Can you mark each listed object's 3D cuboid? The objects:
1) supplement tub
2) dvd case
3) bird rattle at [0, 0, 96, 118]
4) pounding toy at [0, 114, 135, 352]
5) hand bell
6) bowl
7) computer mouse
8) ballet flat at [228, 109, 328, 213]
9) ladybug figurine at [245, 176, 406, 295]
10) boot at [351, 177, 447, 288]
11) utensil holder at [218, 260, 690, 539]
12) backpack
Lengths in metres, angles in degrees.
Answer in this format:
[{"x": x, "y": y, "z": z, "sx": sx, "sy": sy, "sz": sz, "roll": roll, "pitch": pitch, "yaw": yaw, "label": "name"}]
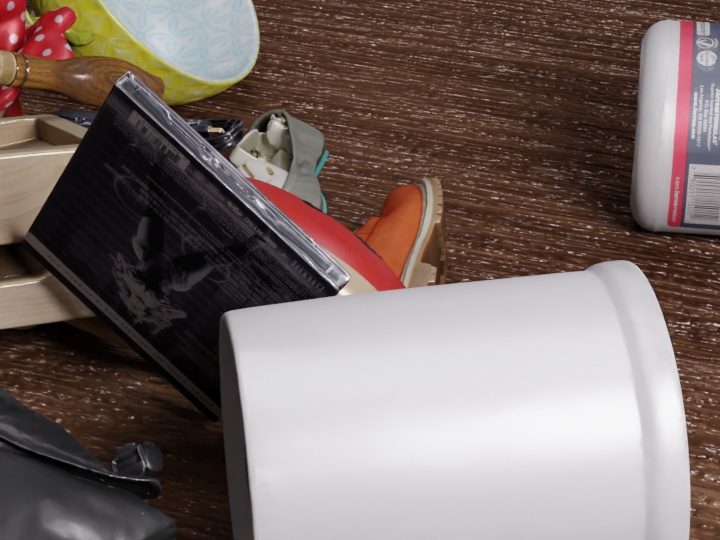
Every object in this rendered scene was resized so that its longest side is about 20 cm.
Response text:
[{"x": 0.279, "y": -0.089, "z": 1.507, "sx": 0.200, "sy": 0.140, "sz": 0.140, "roll": 4, "pitch": 26, "yaw": 6, "label": "supplement tub"}, {"x": -0.096, "y": -0.006, "z": 1.201, "sx": 0.149, "sy": 0.200, "sz": 0.016, "roll": 42, "pitch": 58, "yaw": 0, "label": "dvd case"}, {"x": -0.239, "y": -0.120, "z": 1.540, "sx": 0.113, "sy": 0.163, "sz": 0.200, "roll": 23, "pitch": 15, "yaw": -18, "label": "bird rattle"}, {"x": -0.206, "y": -0.008, "z": 1.361, "sx": 0.200, "sy": 0.142, "sz": 0.184, "roll": -7, "pitch": 13, "yaw": -22, "label": "pounding toy"}, {"x": -0.203, "y": -0.120, "z": 1.400, "sx": 0.200, "sy": 0.104, "sz": 0.104, "roll": 4, "pitch": 19, "yaw": -39, "label": "hand bell"}, {"x": -0.182, "y": -0.195, "z": 1.718, "sx": 0.108, "sy": 0.200, "sz": 0.200, "roll": -35, "pitch": 8, "yaw": 30, "label": "bowl"}, {"x": -0.159, "y": -0.093, "z": 1.556, "sx": 0.200, "sy": 0.034, "sz": 0.059, "roll": -3, "pitch": 23, "yaw": 35, "label": "computer mouse"}, {"x": -0.059, "y": -0.051, "z": 1.493, "sx": 0.064, "sy": 0.067, "sz": 0.200, "roll": 34, "pitch": 19, "yaw": -11, "label": "ballet flat"}, {"x": -0.038, "y": 0.014, "z": 1.262, "sx": 0.200, "sy": 0.136, "sz": 0.072, "roll": 37, "pitch": 56, "yaw": -2, "label": "ladybug figurine"}, {"x": 0.000, "y": 0.000, "z": 1.396, "sx": 0.107, "sy": 0.075, "sz": 0.200, "roll": 0, "pitch": 27, "yaw": 9, "label": "boot"}, {"x": 0.039, "y": 0.087, "z": 1.108, "sx": 0.200, "sy": 0.170, "sz": 0.170, "roll": -5, "pitch": 26, "yaw": -7, "label": "utensil holder"}, {"x": -0.207, "y": 0.117, "z": 1.066, "sx": 0.200, "sy": 0.127, "sz": 0.167, "roll": 31, "pitch": 30, "yaw": 20, "label": "backpack"}]
